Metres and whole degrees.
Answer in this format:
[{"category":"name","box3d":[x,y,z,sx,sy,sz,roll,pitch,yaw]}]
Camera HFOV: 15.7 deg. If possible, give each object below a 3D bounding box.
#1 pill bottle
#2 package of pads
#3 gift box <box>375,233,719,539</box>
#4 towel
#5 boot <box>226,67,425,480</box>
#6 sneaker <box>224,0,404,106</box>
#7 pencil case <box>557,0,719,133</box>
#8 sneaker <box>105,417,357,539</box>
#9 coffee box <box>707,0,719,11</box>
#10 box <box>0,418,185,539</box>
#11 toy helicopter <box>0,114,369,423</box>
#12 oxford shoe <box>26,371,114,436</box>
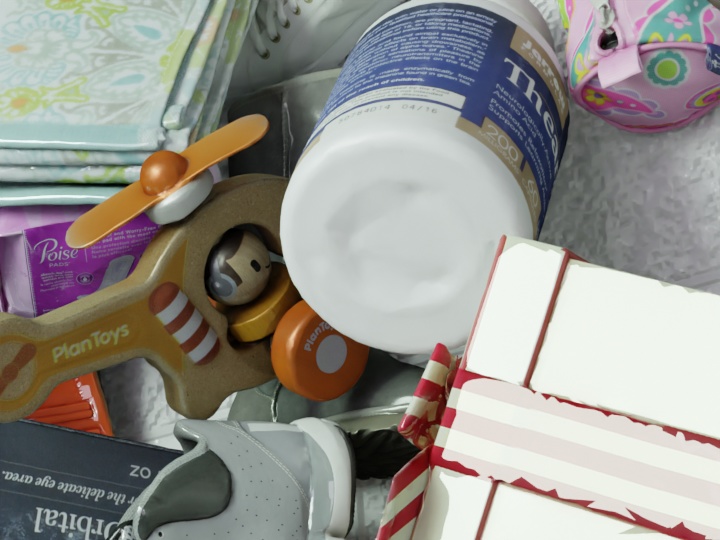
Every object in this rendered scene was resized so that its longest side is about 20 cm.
[{"category":"pill bottle","box3d":[0.036,-0.057,1.183,0.111,0.111,0.200,-28,20,25]},{"category":"package of pads","box3d":[-0.138,-0.068,1.330,0.120,0.076,0.201,-9,45,-8]},{"category":"gift box","box3d":[0.118,0.105,1.075,0.186,0.184,0.201,16,80,36]},{"category":"towel","box3d":[-0.156,-0.101,1.277,0.198,0.048,0.172,2,44,13]},{"category":"boot","box3d":[0.000,-0.001,1.275,0.181,0.072,0.201,-7,64,34]},{"category":"sneaker","box3d":[-0.022,-0.157,1.327,0.199,0.084,0.073,-33,60,24]},{"category":"pencil case","box3d":[0.126,-0.165,1.224,0.087,0.087,0.201,-19,63,29]},{"category":"sneaker","box3d":[-0.065,0.158,1.148,0.075,0.115,0.201,131,144,-60]},{"category":"coffee box","box3d":[0.220,-0.129,1.070,0.114,0.200,0.080,1,73,35]},{"category":"box","box3d":[-0.143,0.179,1.208,0.117,0.195,0.202,157,123,-65]},{"category":"toy helicopter","box3d":[-0.094,0.009,1.162,0.079,0.199,0.133,22,125,51]},{"category":"oxford shoe","box3d":[-0.160,0.076,1.366,0.071,0.073,0.202,-2,86,1]}]
